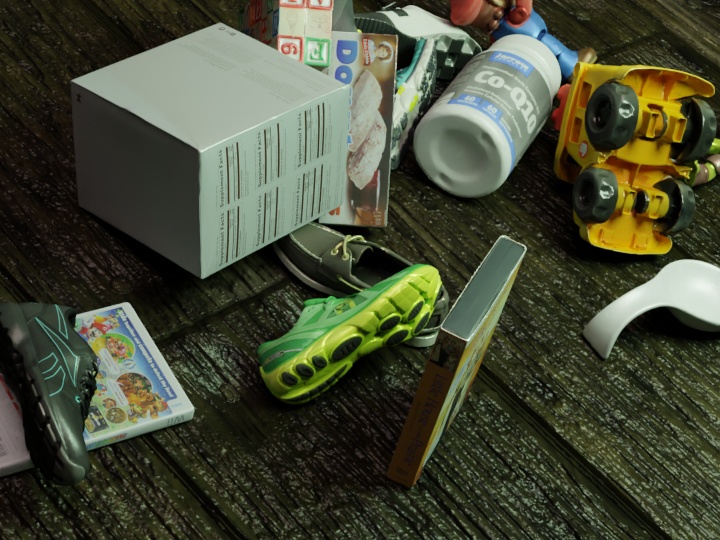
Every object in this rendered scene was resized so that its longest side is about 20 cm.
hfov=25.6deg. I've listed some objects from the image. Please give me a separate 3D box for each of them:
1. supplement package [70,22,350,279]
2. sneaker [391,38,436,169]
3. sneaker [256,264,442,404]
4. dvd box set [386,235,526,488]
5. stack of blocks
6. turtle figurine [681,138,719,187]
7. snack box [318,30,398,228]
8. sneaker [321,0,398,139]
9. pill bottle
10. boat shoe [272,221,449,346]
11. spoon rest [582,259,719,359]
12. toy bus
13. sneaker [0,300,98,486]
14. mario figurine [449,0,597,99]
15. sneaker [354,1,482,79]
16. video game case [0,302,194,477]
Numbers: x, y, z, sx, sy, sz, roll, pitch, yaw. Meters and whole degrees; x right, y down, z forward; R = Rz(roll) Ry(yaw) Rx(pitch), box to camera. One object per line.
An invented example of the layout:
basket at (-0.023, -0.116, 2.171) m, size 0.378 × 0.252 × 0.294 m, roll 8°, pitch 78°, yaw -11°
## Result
supplement package at (-0.148, -0.124, 1.574) m, size 0.191 × 0.147 × 0.200 m, roll 29°, pitch 42°, yaw 33°
sneaker at (0.034, -0.198, 1.785) m, size 0.079 × 0.078 × 0.200 m, roll 17°, pitch 49°, yaw 17°
sneaker at (-0.012, 0.044, 1.494) m, size 0.200 × 0.074 × 0.084 m, roll -31°, pitch 49°, yaw -15°
dvd box set at (0.085, 0.083, 1.421) m, size 0.029 × 0.200 × 0.146 m, roll 26°, pitch 42°, yaw 10°
stack of blocks at (-0.083, -0.266, 1.714) m, size 0.058 × 0.200 × 0.116 m, roll 2°, pitch 88°, yaw -16°
turtle figurine at (0.442, -0.149, 1.880) m, size 0.161 × 0.064 × 0.200 m, roll -9°, pitch 57°, yaw -16°
snack box at (-0.002, -0.146, 1.653) m, size 0.072 × 0.201 × 0.024 m, roll 4°, pitch 1°, yaw 2°
sneaker at (-0.001, -0.212, 1.722) m, size 0.084 × 0.074 × 0.201 m, roll -7°, pitch 70°, yaw 8°
pill bottle at (0.148, -0.178, 1.778) m, size 0.114 × 0.114 × 0.200 m, roll 27°, pitch 43°, yaw 10°
boat shoe at (0.002, -0.002, 1.584) m, size 0.201 × 0.060 × 0.072 m, roll 32°, pitch 46°, yaw 16°
spoon rest at (0.325, 0.036, 1.652) m, size 0.200 × 0.061 × 0.099 m, roll -17°, pitch 53°, yaw -31°
toy bus at (0.275, -0.134, 1.756) m, size 0.135 × 0.201 × 0.192 m, roll 6°, pitch 11°, yaw -29°
sneaker at (-0.257, 0.097, 1.361) m, size 0.079 × 0.076 × 0.200 m, roll -6°, pitch 48°, yaw -27°
mario figurine at (0.194, -0.306, 1.895) m, size 0.200 × 0.123 × 0.106 m, roll 40°, pitch 27°, yaw -9°
sneaker at (0.040, -0.278, 1.881) m, size 0.200 × 0.074 × 0.089 m, roll 6°, pitch 37°, yaw -30°
video game case at (-0.268, 0.104, 1.417) m, size 0.200 × 0.018 × 0.143 m, roll -15°, pitch 51°, yaw -30°
